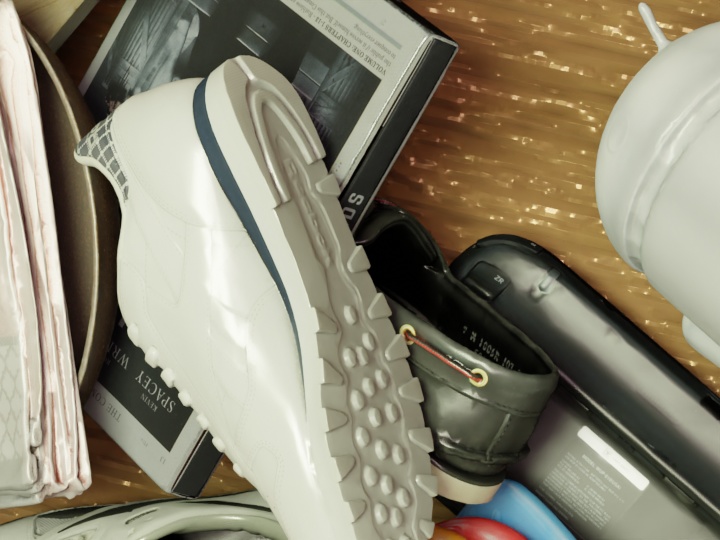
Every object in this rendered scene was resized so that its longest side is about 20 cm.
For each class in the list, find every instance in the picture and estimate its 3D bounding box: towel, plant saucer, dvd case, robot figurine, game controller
[{"bbox_3d":[-0.183,0.004,1.133,0.200,0.032,0.192,-14,83,48],"label":"towel"},{"bbox_3d":[-0.151,-0.012,1.140,0.200,0.032,0.201,5,97,48],"label":"plant saucer"},{"bbox_3d":[-0.061,-0.036,1.116,0.150,0.025,0.200,40,105,39],"label":"dvd case"},{"bbox_3d":[0.167,-0.017,1.087,0.200,0.113,0.170,44,136,28],"label":"robot figurine"},{"bbox_3d":[0.095,0.080,1.148,0.200,0.042,0.104,42,107,9],"label":"game controller"}]

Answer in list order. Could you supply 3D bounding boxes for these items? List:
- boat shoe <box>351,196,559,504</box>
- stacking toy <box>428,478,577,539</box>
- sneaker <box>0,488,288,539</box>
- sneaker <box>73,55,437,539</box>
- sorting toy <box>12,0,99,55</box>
[{"bbox_3d":[0.002,0.000,1.120,0.201,0.074,0.063,48,117,32],"label":"boat shoe"},{"bbox_3d":[-0.008,0.143,1.061,0.110,0.200,0.116,47,121,39],"label":"stacking toy"},{"bbox_3d":[-0.100,0.125,1.145,0.200,0.089,0.074,-17,86,8],"label":"sneaker"},{"bbox_3d":[-0.036,0.028,1.036,0.080,0.076,0.200,-21,83,23],"label":"sneaker"},{"bbox_3d":[-0.151,-0.188,1.133,0.070,0.200,0.199,-36,88,-35],"label":"sorting toy"}]
